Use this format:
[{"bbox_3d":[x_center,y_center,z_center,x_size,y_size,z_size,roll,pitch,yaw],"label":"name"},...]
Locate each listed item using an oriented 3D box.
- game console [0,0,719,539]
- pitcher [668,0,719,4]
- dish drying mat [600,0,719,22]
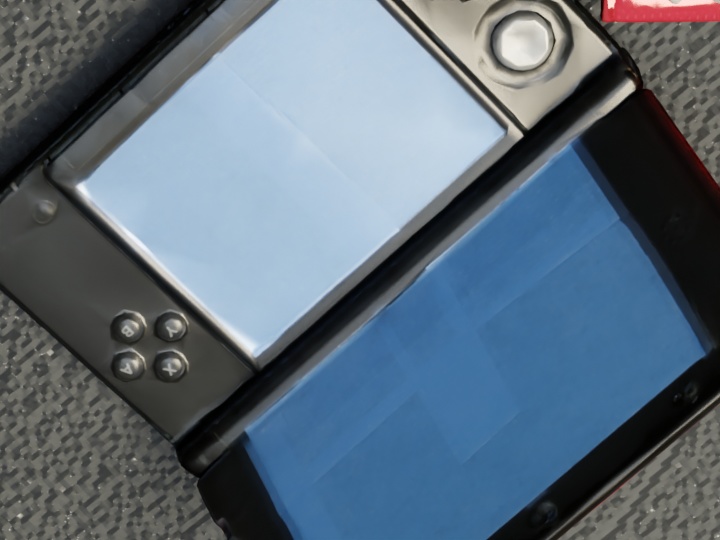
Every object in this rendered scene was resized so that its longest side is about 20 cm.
[{"bbox_3d":[0.000,0.000,0.923,0.200,0.119,0.172,-41,112,13],"label":"game console"},{"bbox_3d":[0.084,-0.129,0.861,0.199,0.122,0.172,21,129,-16],"label":"pitcher"},{"bbox_3d":[0.173,-0.119,0.938,0.198,0.018,0.077,-3,112,-2],"label":"dish drying mat"}]
